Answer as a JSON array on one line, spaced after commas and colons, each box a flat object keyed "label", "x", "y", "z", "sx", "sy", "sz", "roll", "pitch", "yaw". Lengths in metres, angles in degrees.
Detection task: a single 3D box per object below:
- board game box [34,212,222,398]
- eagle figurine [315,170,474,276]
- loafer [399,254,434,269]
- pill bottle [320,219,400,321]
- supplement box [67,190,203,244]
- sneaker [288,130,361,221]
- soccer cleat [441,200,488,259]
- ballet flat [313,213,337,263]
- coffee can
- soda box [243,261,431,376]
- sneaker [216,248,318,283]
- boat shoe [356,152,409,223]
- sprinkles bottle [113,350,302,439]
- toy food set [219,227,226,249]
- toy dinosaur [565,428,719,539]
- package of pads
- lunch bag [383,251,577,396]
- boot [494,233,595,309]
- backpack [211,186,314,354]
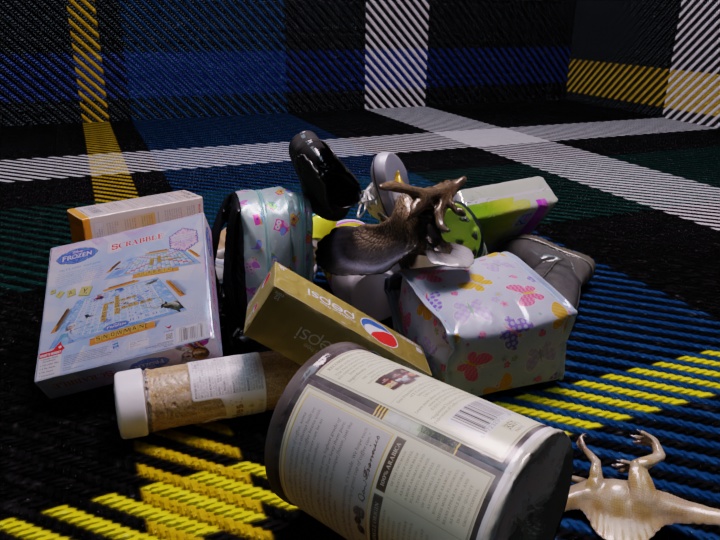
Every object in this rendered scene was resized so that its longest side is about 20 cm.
[{"label": "board game box", "x": -0.270, "y": 0.035, "z": 0.795, "sx": 0.198, "sy": 0.041, "sz": 0.201, "roll": -13, "pitch": 50, "yaw": -3}, {"label": "eagle figurine", "x": 0.052, "y": -0.051, "z": 0.847, "sx": 0.151, "sy": 0.200, "sz": 0.152, "roll": 30, "pitch": 53, "yaw": -12}, {"label": "loafer", "x": 0.101, "y": -0.007, "z": 1.059, "sx": 0.074, "sy": 0.070, "sz": 0.200, "roll": -7, "pitch": 22, "yaw": -18}, {"label": "pill bottle", "x": 0.000, "y": 0.000, "z": 0.992, "sx": 0.103, "sy": 0.105, "sz": 0.200, "roll": -4, "pitch": 21, "yaw": -12}, {"label": "supplement box", "x": -0.351, "y": -0.048, "z": 1.077, "sx": 0.199, "sy": 0.127, "sz": 0.073, "roll": -16, "pitch": 25, "yaw": -37}, {"label": "sneaker", "x": -0.037, "y": -0.103, "z": 0.855, "sx": 0.060, "sy": 0.200, "sz": 0.104, "roll": -36, "pitch": 55, "yaw": -6}, {"label": "soccer cleat", "x": 0.150, "y": -0.029, "z": 0.962, "sx": 0.067, "sy": 0.201, "sz": 0.081, "roll": -23, "pitch": 39, "yaw": 10}, {"label": "ballet flat", "x": -0.109, "y": -0.010, "z": 0.991, "sx": 0.199, "sy": 0.067, "sz": 0.067, "roll": -32, "pitch": 56, "yaw": 1}, {"label": "coffee can", "x": 0.043, "y": 0.158, "z": 0.530, "sx": 0.199, "sy": 0.148, "sz": 0.146, "roll": 18, "pitch": 27, "yaw": 37}, {"label": "soda box", "x": -0.024, "y": 0.075, "z": 0.720, "sx": 0.199, "sy": 0.064, "sz": 0.068, "roll": 30, "pitch": 16, "yaw": -16}, {"label": "sneaker", "x": -0.163, "y": -0.013, "z": 1.049, "sx": 0.198, "sy": 0.088, "sz": 0.075, "roll": -4, "pitch": 20, "yaw": -15}, {"label": "boat shoe", "x": 0.031, "y": -0.100, "z": 0.994, "sx": 0.085, "sy": 0.202, "sz": 0.075, "roll": 4, "pitch": 64, "yaw": 22}, {"label": "sprinkles bottle", "x": -0.154, "y": 0.126, "z": 0.712, "sx": 0.198, "sy": 0.069, "sz": 0.068, "roll": -7, "pitch": 22, "yaw": -19}, {"label": "toy food set", "x": -0.165, "y": -0.046, "z": 1.185, "sx": 0.196, "sy": 0.049, "sz": 0.200, "roll": -8, "pitch": 23, "yaw": -21}, {"label": "toy dinosaur", "x": 0.241, "y": 0.197, "z": 0.588, "sx": 0.198, "sy": 0.059, "sz": 0.101, "roll": 0, "pitch": 35, "yaw": 19}, {"label": "package of pads", "x": 0.214, "y": -0.078, "z": 1.140, "sx": 0.198, "sy": 0.155, "sz": 0.069, "roll": -12, "pitch": 62, "yaw": -31}, {"label": "lunch bag", "x": 0.137, "y": 0.056, "z": 0.828, "sx": 0.168, "sy": 0.128, "sz": 0.200, "roll": -9, "pitch": 33, "yaw": -18}, {"label": "boot", "x": 0.261, "y": 0.015, "z": 1.032, "sx": 0.180, "sy": 0.073, "sz": 0.200, "roll": 12, "pitch": 30, "yaw": 31}, {"label": "backpack", "x": -0.124, "y": -0.009, "z": 0.876, "sx": 0.125, "sy": 0.202, "sz": 0.167, "roll": -6, "pitch": 21, "yaw": -23}]
